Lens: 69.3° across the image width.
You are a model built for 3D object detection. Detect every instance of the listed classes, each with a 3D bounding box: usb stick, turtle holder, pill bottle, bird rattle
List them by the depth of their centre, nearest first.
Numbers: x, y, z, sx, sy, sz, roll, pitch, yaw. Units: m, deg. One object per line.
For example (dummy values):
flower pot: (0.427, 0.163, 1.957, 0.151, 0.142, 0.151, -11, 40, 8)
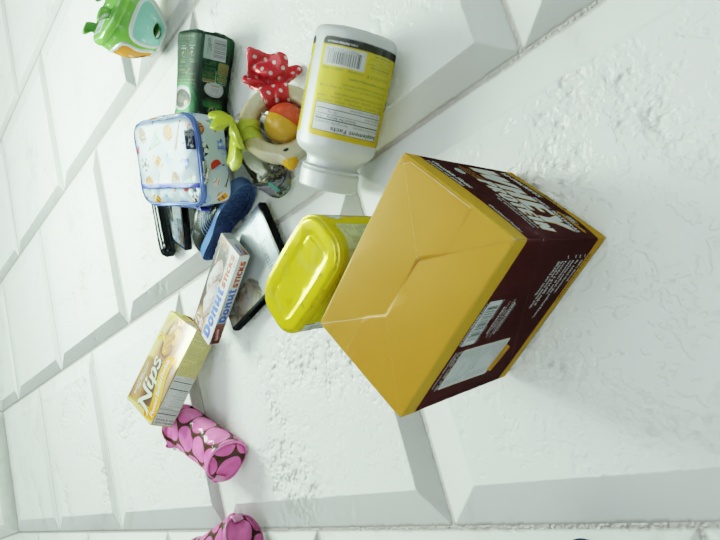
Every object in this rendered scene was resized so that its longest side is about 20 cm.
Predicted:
pill bottle: (-0.025, -0.209, 0.697, 0.111, 0.111, 0.202, 26, 110, 39)
bird rattle: (-0.132, -0.234, 0.802, 0.162, 0.201, 0.113, 29, 157, 8)
turtle holder: (-0.479, -0.533, 1.089, 0.140, 0.131, 0.187, -22, 58, 38)
usb stick: (-0.437, -0.127, 1.138, 0.055, 0.032, 0.202, 127, 129, -73)

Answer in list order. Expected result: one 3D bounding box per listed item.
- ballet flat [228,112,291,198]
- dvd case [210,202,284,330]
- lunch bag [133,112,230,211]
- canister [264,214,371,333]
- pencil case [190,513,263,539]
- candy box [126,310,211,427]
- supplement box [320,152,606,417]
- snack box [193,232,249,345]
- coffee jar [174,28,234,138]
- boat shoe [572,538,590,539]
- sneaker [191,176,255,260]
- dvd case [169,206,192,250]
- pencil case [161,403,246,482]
ballet flat: (-0.181, -0.207, 0.872, 0.072, 0.072, 0.201, -51, 59, 32)
dvd case: (-0.197, -0.003, 0.925, 0.200, 0.017, 0.144, -42, 64, 36)
lunch bag: (-0.304, -0.181, 0.889, 0.199, 0.075, 0.162, 8, 105, 38)
canister: (0.000, 0.000, 0.625, 0.087, 0.199, 0.149, 52, 124, 27)
pencil case: (-0.260, 0.520, 0.973, 0.200, 0.090, 0.094, -44, 53, 33)
candy box: (-0.381, 0.195, 1.049, 0.115, 0.055, 0.201, 22, 85, 42)
supplement box: (0.103, 0.010, 0.528, 0.133, 0.199, 0.198, 45, 121, 32)
snack box: (-0.253, 0.035, 0.940, 0.072, 0.024, 0.201, 44, 122, 33)
coffee jar: (-0.289, -0.327, 0.956, 0.104, 0.085, 0.202, 19, 106, 40)
boat shoe: (0.278, 0.342, 0.481, 0.200, 0.072, 0.073, 29, 117, 49)
sneaker: (-0.261, -0.108, 0.954, 0.078, 0.070, 0.200, 54, 126, 19)
dvd case: (-0.364, -0.149, 1.037, 0.142, 0.017, 0.202, 21, 115, 59)
pencil case: (-0.309, 0.338, 1.017, 0.199, 0.091, 0.094, 12, 66, 44)
